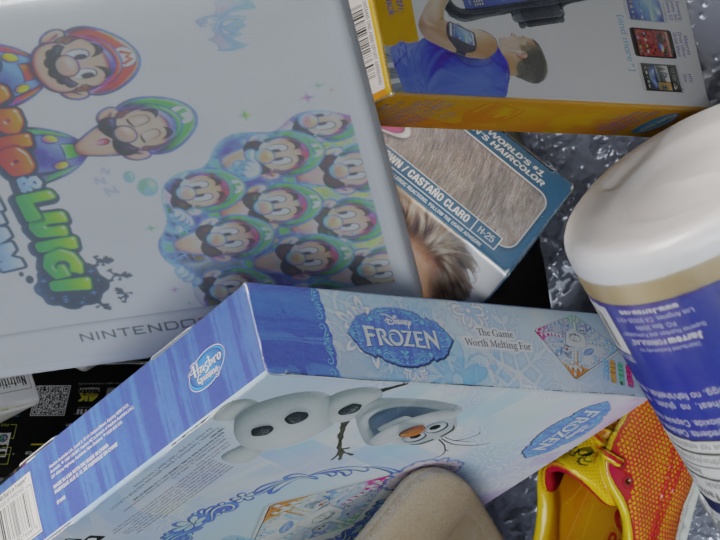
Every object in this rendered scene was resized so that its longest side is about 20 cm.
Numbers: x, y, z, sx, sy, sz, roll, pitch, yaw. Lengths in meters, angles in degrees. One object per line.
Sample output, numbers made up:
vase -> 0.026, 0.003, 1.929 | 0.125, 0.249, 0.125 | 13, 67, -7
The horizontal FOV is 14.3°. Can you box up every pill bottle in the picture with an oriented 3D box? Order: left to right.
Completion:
pill bottle -> 0.177, 0.041, 1.141 | 0.120, 0.120, 0.200 | -26, 110, 15

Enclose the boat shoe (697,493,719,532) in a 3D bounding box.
boat shoe -> 0.198, 0.121, 1.301 | 0.072, 0.069, 0.200 | -29, 105, 17

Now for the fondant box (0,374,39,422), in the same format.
fondant box -> -0.230, -0.010, 1.217 | 0.144, 0.058, 0.200 | -27, 78, 39

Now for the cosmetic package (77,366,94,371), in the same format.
cosmetic package -> -0.127, -0.071, 1.223 | 0.113, 0.081, 0.200 | 24, 118, 22

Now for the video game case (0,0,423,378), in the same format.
video game case -> -0.082, -0.039, 1.076 | 0.182, 0.024, 0.200 | -7, 137, 8

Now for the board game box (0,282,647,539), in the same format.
board game box -> -0.021, 0.072, 1.165 | 0.199, 0.043, 0.200 | 6, 149, -40

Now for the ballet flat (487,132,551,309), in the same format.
ballet flat -> 0.029, -0.052, 1.244 | 0.200, 0.073, 0.073 | 44, 110, -11

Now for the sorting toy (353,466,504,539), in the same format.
sorting toy -> -0.002, 0.182, 1.226 | 0.036, 0.200, 0.185 | 35, 80, 27

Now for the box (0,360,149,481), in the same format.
box -> -0.181, 0.118, 1.272 | 0.200, 0.160, 0.049 | -2, 145, 13

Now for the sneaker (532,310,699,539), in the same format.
sneaker -> 0.118, 0.066, 1.250 | 0.073, 0.077, 0.200 | 6, 83, 35

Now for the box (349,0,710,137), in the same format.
box -> 0.065, -0.116, 1.149 | 0.041, 0.200, 0.119 | -26, 71, 49

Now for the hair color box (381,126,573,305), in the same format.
hair color box -> 0.000, 0.000, 1.211 | 0.100, 0.061, 0.200 | 38, 144, 2
